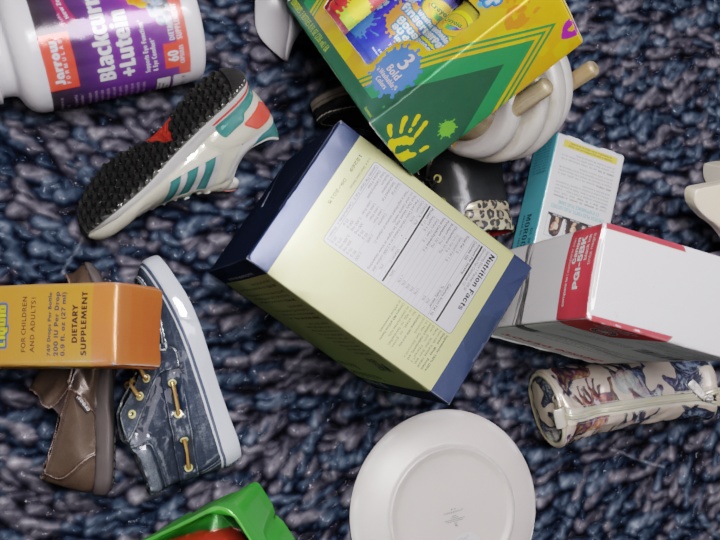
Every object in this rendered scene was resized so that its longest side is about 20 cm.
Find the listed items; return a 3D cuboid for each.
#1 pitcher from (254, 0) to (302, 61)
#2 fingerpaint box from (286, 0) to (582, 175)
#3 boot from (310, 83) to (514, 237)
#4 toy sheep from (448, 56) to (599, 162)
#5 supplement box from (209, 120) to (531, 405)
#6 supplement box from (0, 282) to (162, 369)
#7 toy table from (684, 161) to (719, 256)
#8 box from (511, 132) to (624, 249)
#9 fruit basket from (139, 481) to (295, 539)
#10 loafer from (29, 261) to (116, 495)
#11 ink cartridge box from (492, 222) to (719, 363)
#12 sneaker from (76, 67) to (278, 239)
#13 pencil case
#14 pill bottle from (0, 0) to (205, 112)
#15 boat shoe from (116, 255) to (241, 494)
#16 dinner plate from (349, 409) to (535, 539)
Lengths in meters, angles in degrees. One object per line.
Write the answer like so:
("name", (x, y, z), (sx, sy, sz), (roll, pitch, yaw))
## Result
("pitcher", (-0.014, -0.307, 0.852), (0.200, 0.121, 0.172), (-30, 138, -13))
("fingerpaint box", (0.051, -0.202, 0.754), (0.167, 0.200, 0.073), (-37, 137, 8))
("boot", (0.057, -0.105, 0.900), (0.203, 0.073, 0.154), (-4, 83, -22))
("toy sheep", (0.129, -0.162, 0.832), (0.200, 0.138, 0.138), (-21, 94, -47))
("supplement box", (0.000, 0.000, 0.814), (0.200, 0.200, 0.134), (36, 78, -12))
("supplement box", (-0.259, 0.046, 0.745), (0.199, 0.069, 0.067), (-3, 83, 22))
("toy table", (0.425, -0.046, 0.977), (0.199, 0.184, 0.118), (-14, 108, -26))
("box", (0.204, -0.032, 0.959), (0.082, 0.049, 0.201), (16, 82, -16))
("fruit basket", (-0.120, 0.303, 0.762), (0.155, 0.216, 0.216), (-29, 97, 21))
("loafer", (-0.245, 0.093, 0.797), (0.071, 0.073, 0.201), (0, 87, -17))
("ink cartridge box", (0.215, 0.027, 0.830), (0.146, 0.200, 0.083), (15, 80, -16))
("sneaker", (-0.156, -0.084, 0.836), (0.200, 0.070, 0.093), (-43, 135, 1))
("pencil case", (0.267, 0.127, 0.951), (0.199, 0.089, 0.078), (-7, 90, -17))
("pill bottle", (-0.241, -0.197, 0.794), (0.199, 0.111, 0.112), (-17, 92, -18))
("boat shoe", (-0.178, 0.093, 0.819), (0.091, 0.071, 0.201), (-21, 96, -22))
("dinner plate", (0.087, 0.239, 0.922), (0.199, 0.024, 0.201), (1, 88, -18))
